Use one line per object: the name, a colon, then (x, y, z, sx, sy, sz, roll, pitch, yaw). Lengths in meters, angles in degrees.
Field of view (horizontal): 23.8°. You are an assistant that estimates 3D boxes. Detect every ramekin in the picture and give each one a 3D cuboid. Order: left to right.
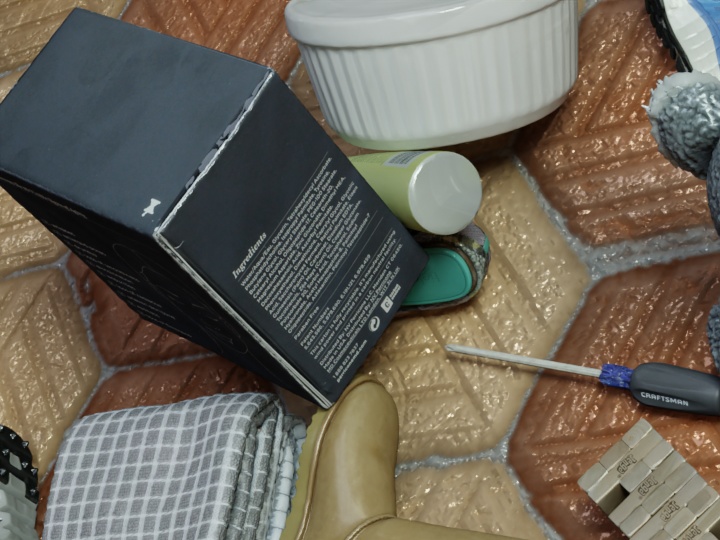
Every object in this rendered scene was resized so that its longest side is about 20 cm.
ramekin: (0.054, -0.149, 1.134, 0.201, 0.095, 0.203, -10, 20, 4)

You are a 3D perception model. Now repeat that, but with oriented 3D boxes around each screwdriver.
screwdriver: (0.131, 0.059, 1.027, 0.199, 0.029, 0.028, 11, 66, 33)

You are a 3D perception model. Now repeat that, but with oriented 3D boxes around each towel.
towel: (-0.127, 0.179, 1.084, 0.165, 0.086, 0.201, -10, 55, 30)

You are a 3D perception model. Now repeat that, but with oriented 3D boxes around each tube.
tube: (0.014, -0.054, 1.114, 0.052, 0.058, 0.200, -46, 21, -13)

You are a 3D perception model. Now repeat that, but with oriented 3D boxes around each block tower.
block tower: (0.193, 0.160, 0.901, 0.058, 0.054, 0.200, -44, 45, 0)

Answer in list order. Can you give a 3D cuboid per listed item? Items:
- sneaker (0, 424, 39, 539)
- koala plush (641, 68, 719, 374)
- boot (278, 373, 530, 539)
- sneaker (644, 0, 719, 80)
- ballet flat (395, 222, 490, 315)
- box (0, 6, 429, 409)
sneaker: (-0.263, 0.204, 1.176, 0.090, 0.066, 0.201, -33, 43, 14)
koala plush: (0.241, -0.020, 0.892, 0.184, 0.200, 0.177, -46, 46, -2)
boot: (0.051, 0.157, 0.998, 0.199, 0.066, 0.176, 6, 73, 37)
sneaker: (0.233, -0.173, 1.090, 0.089, 0.079, 0.201, -19, 69, 2)
ballet flat: (0.000, 0.000, 1.147, 0.199, 0.072, 0.072, -8, 55, 30)
box: (-0.098, -0.039, 1.048, 0.200, 0.197, 0.124, 22, 73, 42)
